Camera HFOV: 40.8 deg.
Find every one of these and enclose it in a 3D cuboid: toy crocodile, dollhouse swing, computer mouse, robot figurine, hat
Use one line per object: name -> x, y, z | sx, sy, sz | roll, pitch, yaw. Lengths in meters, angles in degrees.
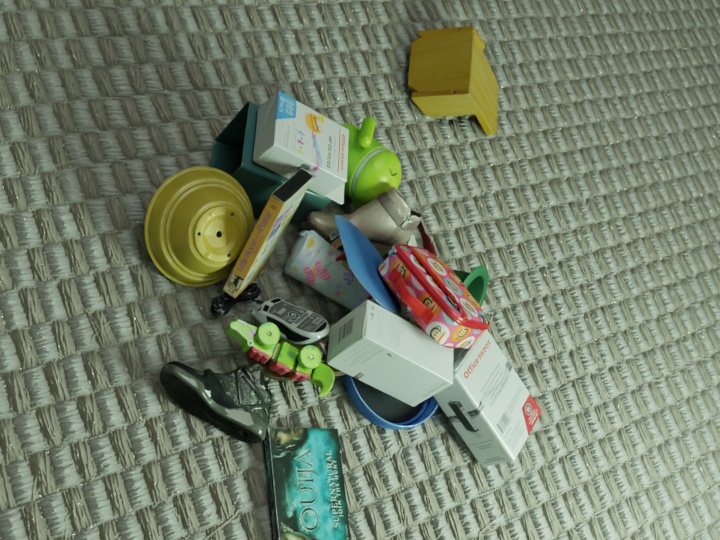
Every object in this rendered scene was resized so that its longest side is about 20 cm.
toy crocodile -> -0.129, 0.139, 1.567 | 0.198, 0.067, 0.062 | 30, 60, -14
dollhouse swing -> 0.211, -0.409, 2.171 | 0.178, 0.177, 0.203 | -2, 58, 13
computer mouse -> -0.145, 0.080, 1.617 | 0.198, 0.044, 0.109 | 24, 29, 19
robot figurine -> -0.005, -0.201, 1.838 | 0.115, 0.177, 0.199 | -32, 56, -34
hat -> 0.137, 0.030, 1.866 | 0.174, 0.166, 0.202 | 25, 75, 24

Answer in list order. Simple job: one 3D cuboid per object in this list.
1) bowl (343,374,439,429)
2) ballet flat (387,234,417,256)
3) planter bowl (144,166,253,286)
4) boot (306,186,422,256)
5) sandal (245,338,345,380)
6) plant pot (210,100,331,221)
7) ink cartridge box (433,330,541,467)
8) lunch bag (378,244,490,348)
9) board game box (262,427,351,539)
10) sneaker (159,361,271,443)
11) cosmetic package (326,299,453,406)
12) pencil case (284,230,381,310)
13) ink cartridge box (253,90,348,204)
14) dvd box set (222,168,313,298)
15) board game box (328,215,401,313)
bowl -> 0.056, 0.189, 1.743 | 0.198, 0.039, 0.204 | 15, 58, -26
ballet flat -> 0.081, -0.067, 1.882 | 0.075, 0.064, 0.203 | 4, 63, -36
planter bowl -> -0.247, -0.065, 1.590 | 0.198, 0.083, 0.204 | -9, 106, -32
boot -> 0.015, -0.098, 1.780 | 0.199, 0.146, 0.071 | 31, 24, -43
sandal -> -0.104, 0.153, 1.647 | 0.197, 0.054, 0.082 | 4, 67, -25
plant pot -> -0.153, -0.175, 1.743 | 0.198, 0.141, 0.143 | 21, 55, -27
ink cartridge box -> 0.226, 0.232, 1.773 | 0.201, 0.083, 0.144 | 56, 44, -11
lunch bag -> 0.120, 0.044, 1.682 | 0.175, 0.082, 0.201 | 12, 34, -55
board game box -> -0.087, 0.356, 1.567 | 0.133, 0.028, 0.203 | 6, 62, -31
sneaker -> -0.224, 0.182, 1.545 | 0.198, 0.076, 0.115 | 32, 50, -18
cosmetic package -> 0.053, 0.144, 1.649 | 0.198, 0.113, 0.082 | 29, 46, -24
pencil case -> -0.038, 0.008, 1.745 | 0.198, 0.091, 0.083 | 29, 15, -15
ink cartridge box -> -0.085, -0.210, 1.682 | 0.198, 0.067, 0.117 | 24, 54, -34
dvd box set -> -0.153, -0.064, 1.614 | 0.029, 0.201, 0.147 | 32, 29, 2
board game box -> 0.000, 0.000, 1.680 | 0.158, 0.039, 0.202 | 41, 22, -39
